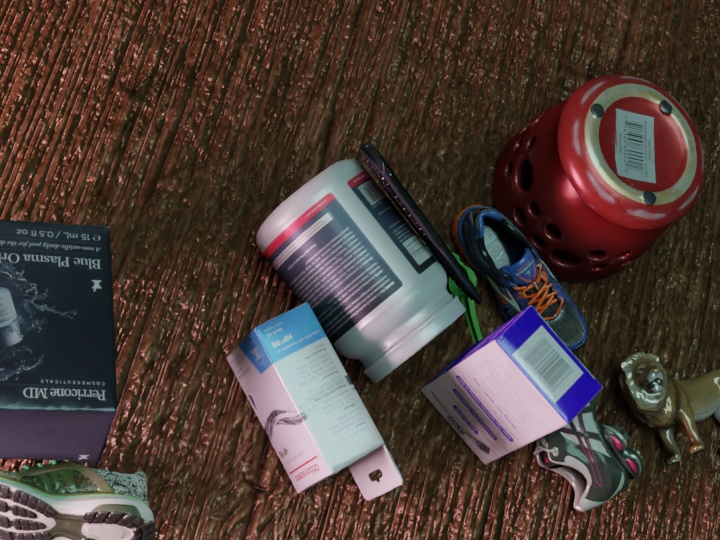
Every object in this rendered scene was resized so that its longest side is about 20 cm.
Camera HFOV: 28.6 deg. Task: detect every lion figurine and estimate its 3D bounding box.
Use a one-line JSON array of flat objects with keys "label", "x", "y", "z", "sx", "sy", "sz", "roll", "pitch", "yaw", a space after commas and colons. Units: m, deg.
[{"label": "lion figurine", "x": 0.380, "y": 0.146, "z": 1.595, "sx": 0.199, "sy": 0.072, "sz": 0.123, "roll": -2, "pitch": 65, "yaw": -36}]

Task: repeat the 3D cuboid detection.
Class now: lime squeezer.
[{"label": "lime squeezer", "x": 0.083, "y": 0.003, "z": 1.539, "sx": 0.071, "sy": 0.038, "sz": 0.200, "roll": -39, "pitch": 87, "yaw": -30}]

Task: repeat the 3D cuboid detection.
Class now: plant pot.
[{"label": "plant pot", "x": 0.273, "y": -0.106, "z": 1.571, "sx": 0.199, "sy": 0.182, "sz": 0.202, "roll": 7, "pitch": 70, "yaw": -20}]

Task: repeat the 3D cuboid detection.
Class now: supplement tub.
[{"label": "supplement tub", "x": 0.000, "y": 0.000, "z": 1.454, "sx": 0.140, "sy": 0.140, "sz": 0.200, "roll": -37, "pitch": 87, "yaw": -26}]

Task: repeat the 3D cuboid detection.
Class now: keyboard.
[{"label": "keyboard", "x": 0.057, "y": -0.055, "z": 1.463, "sx": 0.021, "sy": 0.127, "sz": 0.200, "roll": -35, "pitch": 122, "yaw": 4}]

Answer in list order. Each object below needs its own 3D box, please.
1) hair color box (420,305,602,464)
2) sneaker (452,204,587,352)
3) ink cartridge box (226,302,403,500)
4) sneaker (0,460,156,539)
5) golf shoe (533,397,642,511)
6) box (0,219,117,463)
[{"label": "hair color box", "x": 0.150, "y": 0.120, "z": 1.435, "sx": 0.065, "sy": 0.200, "sz": 0.109, "roll": -40, "pitch": 89, "yaw": -28}, {"label": "sneaker", "x": 0.175, "y": 0.010, "z": 1.543, "sx": 0.075, "sy": 0.078, "sz": 0.200, "roll": -42, "pitch": 87, "yaw": -8}, {"label": "ink cartridge box", "x": -0.047, "y": 0.146, "z": 1.401, "sx": 0.066, "sy": 0.116, "sz": 0.201, "roll": -25, "pitch": 82, "yaw": -26}, {"label": "sneaker", "x": -0.289, "y": 0.207, "z": 1.333, "sx": 0.199, "sy": 0.077, "sz": 0.089, "roll": 16, "pitch": 36, "yaw": -13}, {"label": "golf shoe", "x": 0.216, "y": 0.163, "z": 1.518, "sx": 0.088, "sy": 0.077, "sz": 0.200, "roll": -38, "pitch": 87, "yaw": -19}, {"label": "box", "x": -0.332, "y": 0.064, "z": 1.303, "sx": 0.195, "sy": 0.118, "sz": 0.201, "roll": 3, "pitch": 59, "yaw": -20}]
